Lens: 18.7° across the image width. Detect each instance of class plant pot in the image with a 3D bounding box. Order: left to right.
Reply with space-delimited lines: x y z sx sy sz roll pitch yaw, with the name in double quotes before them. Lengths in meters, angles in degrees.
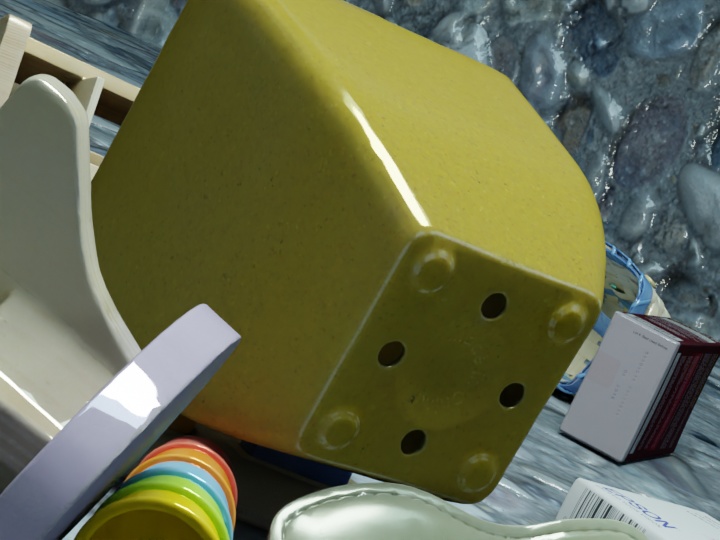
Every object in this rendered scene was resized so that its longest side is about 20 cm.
"plant pot" 0.000 0.000 1.022 0.195 0.195 0.200 20 17 -34

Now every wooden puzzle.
"wooden puzzle" -0.077 0.073 1.124 0.185 0.046 0.200 23 8 -20

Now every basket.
"basket" 0.179 0.030 1.946 0.200 0.139 0.176 32 2 -40

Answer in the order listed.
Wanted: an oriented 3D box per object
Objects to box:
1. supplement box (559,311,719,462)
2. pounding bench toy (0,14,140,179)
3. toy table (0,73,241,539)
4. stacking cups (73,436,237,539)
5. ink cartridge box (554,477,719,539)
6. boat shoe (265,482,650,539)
"supplement box" 0.236 0.095 1.804 0.061 0.109 0.200 27 6 20
"pounding bench toy" -0.181 -0.039 1.231 0.156 0.125 0.200 23 -17 -26
"toy table" -0.131 0.035 0.781 0.117 0.184 0.200 42 -1 0
"stacking cups" -0.081 0.101 0.879 0.060 0.061 0.200 25 4 -5
"ink cartridge box" 0.250 0.202 1.356 0.200 0.043 0.196 17 11 -45
"boat shoe" 0.041 0.143 0.982 0.200 0.072 0.061 10 -32 -25
